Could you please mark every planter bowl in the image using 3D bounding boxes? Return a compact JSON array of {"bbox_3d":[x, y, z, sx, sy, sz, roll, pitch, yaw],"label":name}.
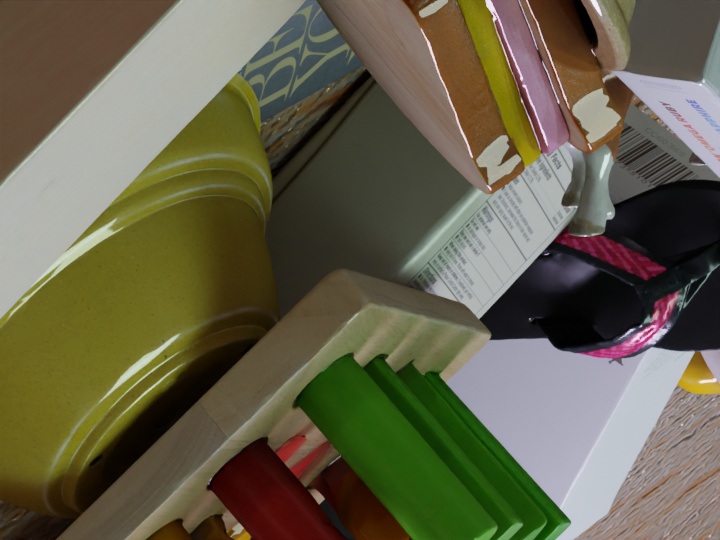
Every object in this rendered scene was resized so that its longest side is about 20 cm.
[{"bbox_3d":[-0.090,0.027,1.070,0.200,0.084,0.201,-36,160,-16],"label":"planter bowl"}]

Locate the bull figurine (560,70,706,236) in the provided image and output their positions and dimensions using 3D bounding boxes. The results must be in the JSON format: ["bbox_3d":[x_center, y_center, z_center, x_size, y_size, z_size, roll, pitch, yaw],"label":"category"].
[{"bbox_3d":[0.104,-0.087,1.150,0.199,0.065,0.122,-15,108,-23],"label":"bull figurine"}]

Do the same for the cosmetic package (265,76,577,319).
[{"bbox_3d":[0.000,0.000,1.227,0.200,0.073,0.104,-47,157,-4],"label":"cosmetic package"}]

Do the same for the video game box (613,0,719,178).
[{"bbox_3d":[0.171,-0.125,1.099,0.182,0.047,0.201,36,69,-52],"label":"video game box"}]

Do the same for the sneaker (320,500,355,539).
[{"bbox_3d":[-0.023,0.150,1.284,0.075,0.106,0.201,72,34,-69],"label":"sneaker"}]

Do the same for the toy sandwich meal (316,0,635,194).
[{"bbox_3d":[0.005,-0.114,0.902,0.070,0.205,0.205,-41,158,-1],"label":"toy sandwich meal"}]

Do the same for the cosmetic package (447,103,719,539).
[{"bbox_3d":[0.090,0.026,1.379,0.081,0.113,0.201,-30,150,-50],"label":"cosmetic package"}]

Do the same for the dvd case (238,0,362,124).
[{"bbox_3d":[0.010,-0.129,1.109,0.200,0.016,0.149,-31,153,-35],"label":"dvd case"}]

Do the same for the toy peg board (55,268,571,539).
[{"bbox_3d":[-0.023,0.109,1.103,0.199,0.098,0.200,-44,166,8],"label":"toy peg board"}]

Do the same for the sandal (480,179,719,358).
[{"bbox_3d":[0.097,0.007,1.282,0.045,0.199,0.076,-38,116,-50],"label":"sandal"}]

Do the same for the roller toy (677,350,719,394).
[{"bbox_3d":[0.269,0.016,1.599,0.200,0.182,0.140,-48,159,1],"label":"roller toy"}]

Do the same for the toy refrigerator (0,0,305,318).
[{"bbox_3d":[-0.115,-0.047,0.938,0.200,0.076,0.070,-47,158,-4],"label":"toy refrigerator"}]
